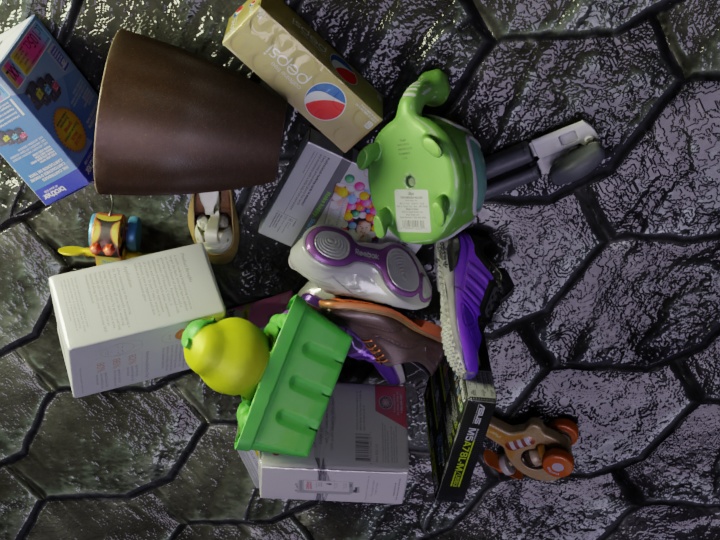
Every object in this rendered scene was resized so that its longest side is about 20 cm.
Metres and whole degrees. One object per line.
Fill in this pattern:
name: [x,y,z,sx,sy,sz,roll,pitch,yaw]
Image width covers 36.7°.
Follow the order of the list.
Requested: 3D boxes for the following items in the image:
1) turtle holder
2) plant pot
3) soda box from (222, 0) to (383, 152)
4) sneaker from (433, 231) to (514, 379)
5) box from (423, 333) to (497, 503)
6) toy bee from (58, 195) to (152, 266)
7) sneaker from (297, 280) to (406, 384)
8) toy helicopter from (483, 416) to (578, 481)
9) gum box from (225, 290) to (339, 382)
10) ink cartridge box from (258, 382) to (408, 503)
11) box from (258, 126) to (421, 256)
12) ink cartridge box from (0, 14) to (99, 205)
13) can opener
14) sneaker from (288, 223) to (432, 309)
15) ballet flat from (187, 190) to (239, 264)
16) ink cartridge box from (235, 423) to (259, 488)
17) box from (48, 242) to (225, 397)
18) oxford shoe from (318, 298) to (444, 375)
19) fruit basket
turtle holder: [0.078,-0.127,1.292,0.141,0.131,0.187,-35,77,40]
plant pot: [-0.187,-0.165,1.240,0.198,0.188,0.188,9,127,-4]
soda box: [-0.064,-0.234,1.264,0.068,0.064,0.200,-37,118,26]
sneaker: [0.151,0.038,1.388,0.098,0.202,0.070,-4,157,-3]
box: [0.132,0.176,1.479,0.047,0.201,0.195,5,126,-6]
toy bee: [-0.328,-0.036,1.392,0.129,0.109,0.201,-12,126,11]
sneaker: [-0.015,0.091,1.490,0.083,0.081,0.200,-43,109,11]
toy helicopter: [0.222,0.257,1.631,0.199,0.079,0.133,29,132,-6]
gum box: [-0.112,0.136,1.539,0.112,0.066,0.201,-16,125,13]
ink cartridge box: [-0.037,0.231,1.476,0.197,0.147,0.083,3,136,-3]
box: [-0.011,-0.076,1.395,0.198,0.041,0.156,23,125,-16]
ink cartridge box: [-0.364,-0.175,1.271,0.076,0.137,0.201,-20,124,22]
can opener: [0.202,-0.123,1.336,0.198,0.067,0.054,-22,123,17]
sneaker: [0.000,0.000,1.398,0.198,0.076,0.099,23,152,-20]
ballet flat: [-0.192,-0.076,1.385,0.068,0.063,0.202,1,127,1]
ink cartridge box: [-0.078,0.259,1.630,0.198,0.060,0.104,-11,130,10]
box: [-0.286,0.065,1.396,0.198,0.107,0.153,-13,154,-19]
oxford shoe: [0.030,0.086,1.416,0.198,0.071,0.074,19,85,-25]
fruit basket: [-0.130,0.122,1.355,0.213,0.156,0.218,1,84,-7]
